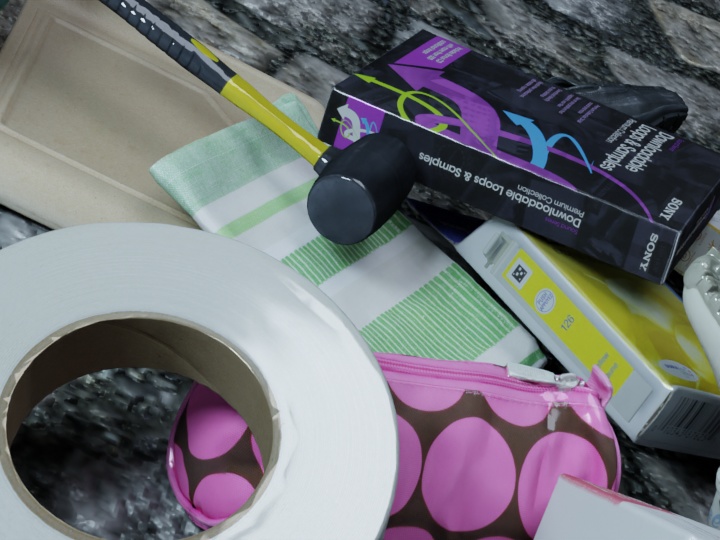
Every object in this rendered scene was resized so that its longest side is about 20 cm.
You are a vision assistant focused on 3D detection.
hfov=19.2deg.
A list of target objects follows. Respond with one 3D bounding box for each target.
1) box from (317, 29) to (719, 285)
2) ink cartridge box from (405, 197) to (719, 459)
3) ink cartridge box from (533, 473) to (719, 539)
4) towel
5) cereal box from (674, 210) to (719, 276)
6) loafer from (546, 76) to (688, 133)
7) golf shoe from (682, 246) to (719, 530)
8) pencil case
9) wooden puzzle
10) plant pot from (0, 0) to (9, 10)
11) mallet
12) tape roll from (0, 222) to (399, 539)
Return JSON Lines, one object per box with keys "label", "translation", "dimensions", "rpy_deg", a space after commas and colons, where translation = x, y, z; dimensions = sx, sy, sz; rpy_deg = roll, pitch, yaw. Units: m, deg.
{"label": "box", "translation": [0.094, -0.065, 1.143], "dimensions": [0.199, 0.036, 0.143], "rpy_deg": [25, 26, 12]}
{"label": "ink cartridge box", "translation": [0.146, 0.024, 1.158], "dimensions": [0.197, 0.047, 0.200], "rpy_deg": [13, 32, -51]}
{"label": "ink cartridge box", "translation": [0.178, 0.164, 0.886], "dimensions": [0.199, 0.085, 0.146], "rpy_deg": [23, -2, -16]}
{"label": "towel", "translation": [0.000, 0.000, 1.069], "dimensions": [0.200, 0.023, 0.152], "rpy_deg": [47, 29, 5]}
{"label": "cereal box", "translation": [0.207, -0.015, 1.247], "dimensions": [0.143, 0.040, 0.200], "rpy_deg": [17, 18, -49]}
{"label": "loafer", "translation": [0.144, -0.096, 1.366], "dimensions": [0.200, 0.068, 0.071], "rpy_deg": [-17, 61, -50]}
{"label": "golf shoe", "translation": [0.194, 0.091, 1.021], "dimensions": [0.201, 0.097, 0.078], "rpy_deg": [60, 32, 4]}
{"label": "pencil case", "translation": [0.019, 0.076, 0.928], "dimensions": [0.199, 0.094, 0.091], "rpy_deg": [7, 33, -36]}
{"label": "wooden puzzle", "translation": [-0.109, -0.062, 1.107], "dimensions": [0.184, 0.037, 0.201], "rpy_deg": [26, 32, -10]}
{"label": "plant pot", "translation": [-0.258, -0.188, 1.016], "dimensions": [0.200, 0.201, 0.188], "rpy_deg": [42, 14, 23]}
{"label": "mallet", "translation": [-0.063, -0.084, 1.055], "dimensions": [0.199, 0.041, 0.066], "rpy_deg": [34, 32, -4]}
{"label": "tape roll", "translation": [-0.085, 0.069, 0.805], "dimensions": [0.201, 0.037, 0.204], "rpy_deg": [5, 52, -7]}
